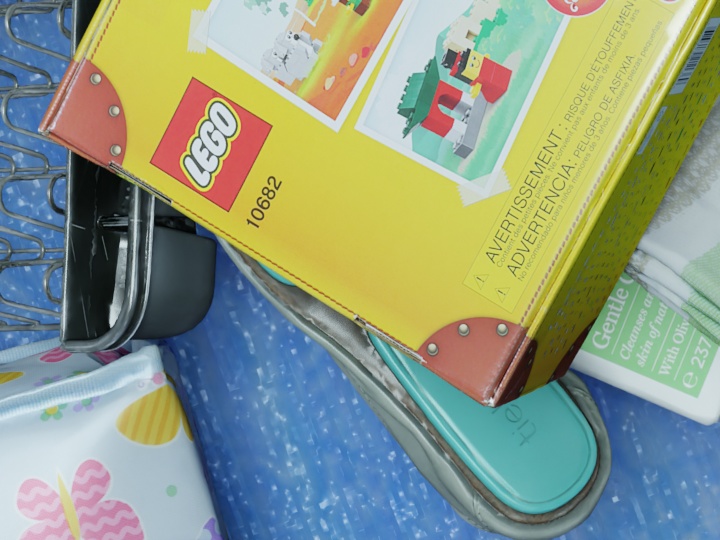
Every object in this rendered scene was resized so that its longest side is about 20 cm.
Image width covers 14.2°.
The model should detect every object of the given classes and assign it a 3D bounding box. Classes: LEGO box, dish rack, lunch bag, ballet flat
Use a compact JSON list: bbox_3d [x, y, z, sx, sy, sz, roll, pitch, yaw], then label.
[{"bbox_3d":[0.029,-0.088,0.770,0.149,0.077,0.201,32,104,14],"label":"LEGO box"},{"bbox_3d":[-0.122,-0.049,0.934,0.199,0.054,0.154,-2,84,42],"label":"dish rack"},{"bbox_3d":[-0.137,0.119,0.943,0.199,0.127,0.170,-17,97,-3],"label":"lunch bag"},{"bbox_3d":[0.000,0.000,0.878,0.067,0.064,0.200,-37,92,-13],"label":"ballet flat"}]

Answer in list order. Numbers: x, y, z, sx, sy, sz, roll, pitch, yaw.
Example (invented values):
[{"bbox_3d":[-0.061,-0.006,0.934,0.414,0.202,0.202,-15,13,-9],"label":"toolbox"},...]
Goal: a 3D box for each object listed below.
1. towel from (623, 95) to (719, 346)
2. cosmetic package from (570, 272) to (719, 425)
[{"bbox_3d":[0.097,-0.074,0.833,0.149,0.031,0.200,-50,53,-1],"label":"towel"},{"bbox_3d":[0.044,-0.038,0.943,0.199,0.085,0.108,21,97,6],"label":"cosmetic package"}]
